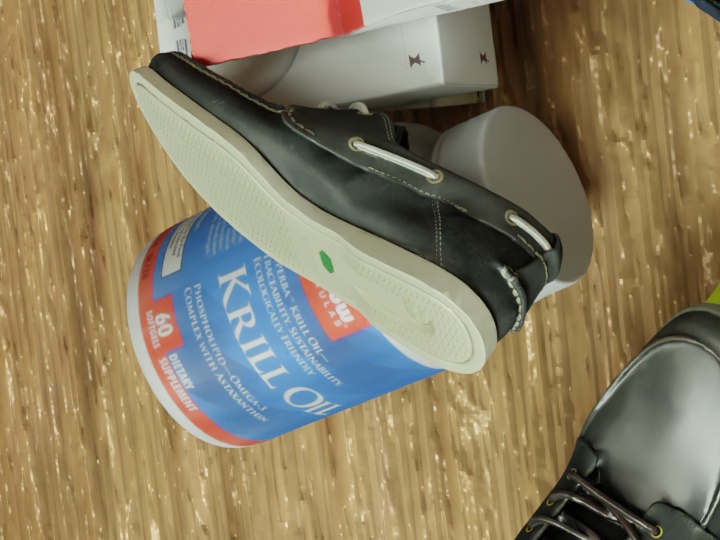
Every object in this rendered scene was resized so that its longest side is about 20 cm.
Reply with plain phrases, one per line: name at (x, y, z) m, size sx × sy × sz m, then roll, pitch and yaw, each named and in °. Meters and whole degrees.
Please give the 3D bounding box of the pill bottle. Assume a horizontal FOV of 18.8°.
pill bottle at (0.000, 0.000, 0.974) m, size 0.199 × 0.112 × 0.113 m, roll -25°, pitch 84°, yaw 34°

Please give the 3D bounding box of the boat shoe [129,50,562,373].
boat shoe at (-0.010, -0.035, 0.885) m, size 0.199 × 0.068 × 0.072 m, roll 33°, pitch 156°, yaw 23°

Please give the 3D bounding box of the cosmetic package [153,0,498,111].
cosmetic package at (-0.025, -0.167, 0.950) m, size 0.150 × 0.052 × 0.201 m, roll -9°, pitch 88°, yaw 33°

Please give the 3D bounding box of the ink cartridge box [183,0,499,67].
ink cartridge box at (0.004, -0.180, 0.871) m, size 0.199 × 0.050 × 0.162 m, roll -11°, pitch 88°, yaw 15°

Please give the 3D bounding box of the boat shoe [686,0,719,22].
boat shoe at (0.133, -0.160, 0.885) m, size 0.200 × 0.069 × 0.084 m, roll 41°, pitch 117°, yaw 21°

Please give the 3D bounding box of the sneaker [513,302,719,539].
sneaker at (0.099, 0.110, 0.883) m, size 0.075 × 0.106 × 0.201 m, roll 35°, pitch 120°, yaw 25°

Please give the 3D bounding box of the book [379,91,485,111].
book at (-0.017, -0.172, 0.997) m, size 0.133 × 0.048 × 0.201 m, roll -1°, pitch 96°, yaw 34°

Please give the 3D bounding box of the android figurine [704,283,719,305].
android figurine at (0.207, 0.070, 0.884) m, size 0.182 × 0.041 × 0.201 m, roll 43°, pitch 122°, yaw 21°
